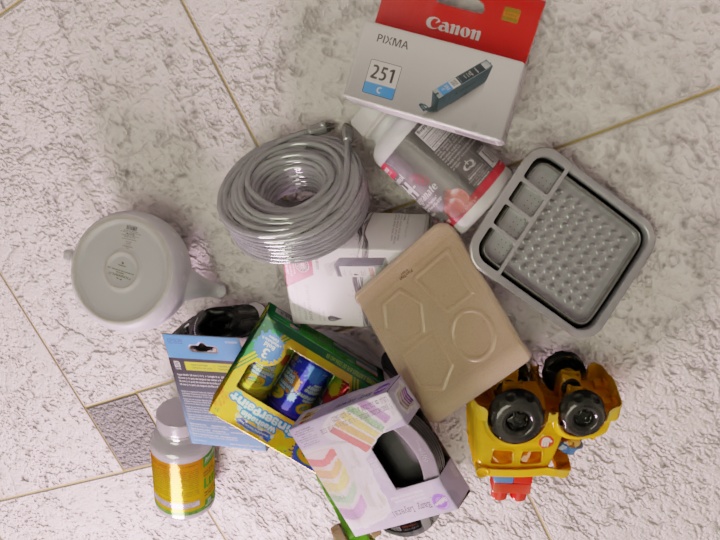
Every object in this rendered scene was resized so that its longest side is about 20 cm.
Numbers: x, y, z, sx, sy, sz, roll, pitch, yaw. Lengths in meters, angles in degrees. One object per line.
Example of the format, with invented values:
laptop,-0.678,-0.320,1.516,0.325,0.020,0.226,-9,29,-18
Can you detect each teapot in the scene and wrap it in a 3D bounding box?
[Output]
teapot,-0.348,0.003,1.433,0.196,0.146,0.201,-33,82,6

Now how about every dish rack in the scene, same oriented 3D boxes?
dish rack,0.246,-0.033,1.130,0.199,0.044,0.173,34,89,-6

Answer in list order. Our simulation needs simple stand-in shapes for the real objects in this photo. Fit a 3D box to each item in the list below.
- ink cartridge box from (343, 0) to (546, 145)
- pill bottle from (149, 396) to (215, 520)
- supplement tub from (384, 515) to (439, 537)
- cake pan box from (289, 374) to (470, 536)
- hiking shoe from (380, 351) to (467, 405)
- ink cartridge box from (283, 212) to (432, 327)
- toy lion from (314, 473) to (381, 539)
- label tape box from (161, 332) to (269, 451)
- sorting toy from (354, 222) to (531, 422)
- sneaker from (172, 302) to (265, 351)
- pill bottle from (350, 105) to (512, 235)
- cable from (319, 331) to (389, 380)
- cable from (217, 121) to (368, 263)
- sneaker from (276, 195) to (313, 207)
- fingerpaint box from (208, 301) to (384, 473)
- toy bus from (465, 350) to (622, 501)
ink cartridge box,0.098,-0.259,1.070,0.197,0.045,0.179,18,92,13
pill bottle,-0.312,0.327,1.606,0.110,0.111,0.203,14,122,18
supplement tub,0.053,0.306,1.371,0.121,0.124,0.201,8,146,21
cake pan box,0.026,0.250,1.217,0.199,0.052,0.186,-25,101,37
hiking shoe,0.129,0.131,1.318,0.197,0.076,0.102,14,114,8
ink cartridge box,0.000,0.000,1.255,0.197,0.085,0.147,1,131,9
toy lion,-0.019,0.373,1.416,0.068,0.192,0.201,-30,130,-5
label tape box,-0.212,0.175,1.419,0.142,0.063,0.203,1,115,24
sorting toy,0.102,0.068,1.163,0.185,0.036,0.201,-41,76,35
sneaker,-0.245,0.093,1.451,0.198,0.090,0.067,-18,78,30
pill bottle,0.086,-0.148,1.153,0.200,0.111,0.111,43,126,-1
cable,-0.041,0.192,1.428,0.198,0.069,0.202,19,123,14
cable,-0.087,-0.097,1.197,0.197,0.202,0.070,-14,137,0
sneaker,-0.111,-0.062,1.323,0.197,0.075,0.088,8,125,23
fingerpaint box,-0.090,0.172,1.312,0.199,0.073,0.168,32,99,-8
toy bus,0.236,0.220,1.231,0.197,0.136,0.195,0,112,-2
